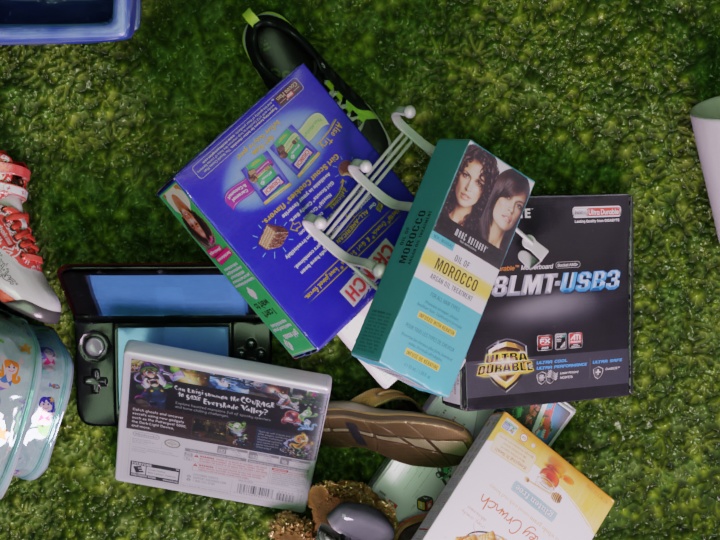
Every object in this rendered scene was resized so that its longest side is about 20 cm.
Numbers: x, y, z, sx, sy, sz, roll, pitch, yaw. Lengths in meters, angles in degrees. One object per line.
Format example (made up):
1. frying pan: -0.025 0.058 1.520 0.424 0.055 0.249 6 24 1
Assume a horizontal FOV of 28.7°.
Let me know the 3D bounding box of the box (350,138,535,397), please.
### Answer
1. box: 0.071 -0.003 1.190 0.082 0.049 0.202 27 80 -30

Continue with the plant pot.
1. plant pot: -0.294 -0.306 1.282 0.197 0.180 0.203 0 98 -1

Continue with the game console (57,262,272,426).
1. game console: -0.185 0.075 1.360 0.197 0.119 0.175 0 96 -1

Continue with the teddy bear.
1. teddy bear: -0.024 0.291 1.405 0.143 0.067 0.203 8 110 27

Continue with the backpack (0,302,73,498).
1. backpack: -0.356 0.119 1.323 0.149 0.200 0.180 18 95 -23

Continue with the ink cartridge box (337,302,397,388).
1. ink cartridge box: 0.000 0.000 1.381 0.116 0.068 0.201 -40 96 0

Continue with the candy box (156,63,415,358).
1. candy box: -0.055 -0.052 1.279 0.169 0.077 0.201 -42 96 -20

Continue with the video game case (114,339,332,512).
1. video game case: -0.137 0.154 1.373 0.197 0.024 0.184 10 130 -2

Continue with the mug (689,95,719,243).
1. mug: 0.415 -0.088 1.349 0.184 0.150 0.156 -7 105 6

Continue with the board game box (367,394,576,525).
1. board game box: 0.109 0.183 1.422 0.126 0.035 0.201 35 95 -6

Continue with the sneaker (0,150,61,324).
1. sneaker: -0.339 -0.045 1.343 0.201 0.067 0.109 37 92 20

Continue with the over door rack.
1. over door rack: 0.066 -0.028 1.245 0.200 0.066 0.148 45 71 -12

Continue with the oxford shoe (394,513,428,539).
1. oxford shoe: 0.129 0.284 1.381 0.197 0.073 0.072 9 99 0

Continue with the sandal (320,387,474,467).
1. sandal: 0.018 0.145 1.386 0.197 0.081 0.054 7 54 23

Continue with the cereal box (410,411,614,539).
1. cereal box: 0.131 0.256 1.322 0.143 0.039 0.201 38 73 -9

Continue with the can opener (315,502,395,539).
1. can opener: 0.043 0.285 1.331 0.199 0.054 0.067 33 110 -23

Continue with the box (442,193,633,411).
1. box: 0.172 0.027 1.363 0.197 0.050 0.202 -2 95 -24

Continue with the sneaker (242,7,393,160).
1. sneaker: -0.048 -0.166 1.353 0.072 0.083 0.200 -43 96 4
